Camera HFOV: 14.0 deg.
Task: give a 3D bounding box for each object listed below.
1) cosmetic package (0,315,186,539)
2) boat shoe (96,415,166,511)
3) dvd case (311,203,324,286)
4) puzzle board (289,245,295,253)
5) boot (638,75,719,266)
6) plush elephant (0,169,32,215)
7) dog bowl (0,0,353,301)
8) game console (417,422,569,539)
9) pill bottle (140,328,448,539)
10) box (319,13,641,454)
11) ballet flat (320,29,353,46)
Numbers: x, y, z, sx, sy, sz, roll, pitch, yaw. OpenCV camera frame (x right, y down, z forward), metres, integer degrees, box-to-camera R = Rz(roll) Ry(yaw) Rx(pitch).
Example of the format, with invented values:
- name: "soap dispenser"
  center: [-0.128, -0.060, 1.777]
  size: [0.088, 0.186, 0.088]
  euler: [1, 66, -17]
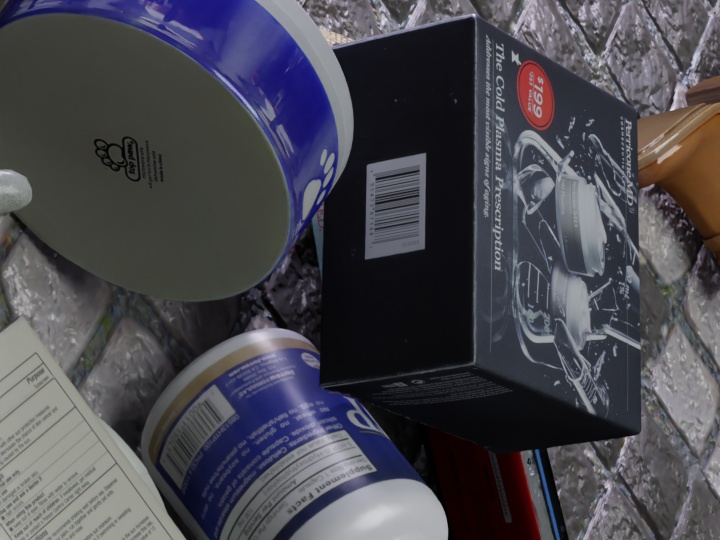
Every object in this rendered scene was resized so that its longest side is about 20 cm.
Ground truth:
- name: "cosmetic package"
  center: [-0.160, 0.139, 1.455]
  size: [0.103, 0.087, 0.201]
  euler: [-39, 96, -43]
- name: "boat shoe"
  center: [-0.139, 0.159, 1.554]
  size: [0.202, 0.070, 0.072]
  euler: [63, 36, -21]
- name: "dvd case"
  center: [0.000, 0.000, 1.739]
  size: [0.200, 0.022, 0.147]
  euler: [45, 35, -78]
- name: "puzzle board"
  center: [-0.072, -0.117, 1.704]
  size: [0.151, 0.017, 0.200]
  euler: [56, 18, -26]
- name: "boot"
  center: [0.256, -0.048, 2.123]
  size: [0.200, 0.073, 0.156]
  euler: [-29, 105, -50]
- name: "plush elephant"
  center: [-0.233, -0.021, 1.416]
  size: [0.154, 0.165, 0.201]
  euler: [32, 82, -22]
- name: "dog bowl"
  center: [-0.109, -0.082, 1.558]
  size: [0.201, 0.199, 0.079]
  euler: [56, 43, -25]
- name: "game console"
  center: [0.108, 0.121, 1.850]
  size: [0.118, 0.172, 0.201]
  euler: [-15, 91, -26]
- name: "pill bottle"
  center: [-0.022, 0.138, 1.593]
  size: [0.119, 0.120, 0.200]
  euler: [10, 33, -50]
- name: "box"
  center: [0.071, -0.016, 1.641]
  size: [0.182, 0.104, 0.201]
  euler: [23, 63, -53]
- name: "ballet flat"
  center: [0.033, -0.091, 1.846]
  size: [0.200, 0.065, 0.071]
  euler: [51, 17, -34]
